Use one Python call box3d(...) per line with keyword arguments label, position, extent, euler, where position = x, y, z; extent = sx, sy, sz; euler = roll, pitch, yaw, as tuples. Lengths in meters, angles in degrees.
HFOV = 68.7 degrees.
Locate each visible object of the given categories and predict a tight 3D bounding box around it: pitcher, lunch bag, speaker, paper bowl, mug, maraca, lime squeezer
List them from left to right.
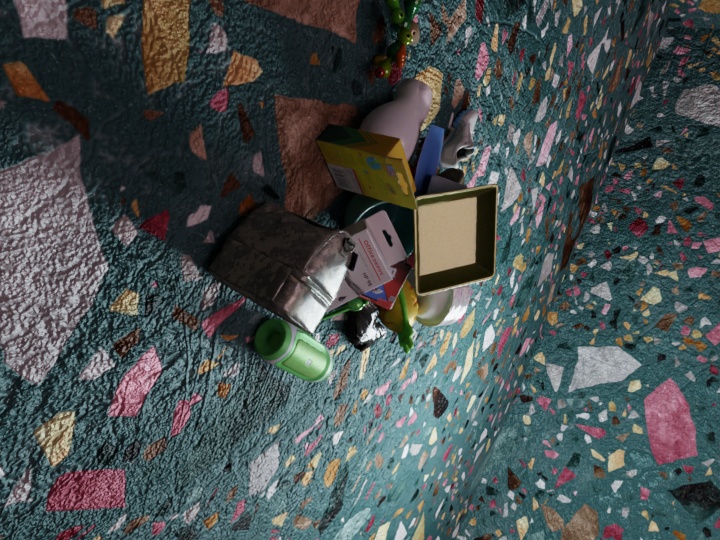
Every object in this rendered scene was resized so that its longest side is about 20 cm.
box3d(label="lunch bag", position=(-0.120, -0.015, 0.869), extent=(0.169, 0.198, 0.139), euler=(-60, 147, -9))
box3d(label="speaker", position=(-0.130, 0.165, 1.065), extent=(0.089, 0.088, 0.200), euler=(-61, 147, -11))
box3d(label="lime squeezer", position=(-0.005, 0.056, 1.113), extent=(0.200, 0.038, 0.070), euler=(-43, 152, 13))
box3d(label="mug", position=(0.026, -0.101, 1.103), extent=(0.182, 0.115, 0.154), euler=(-7, 125, -9))
box3d(label="pitcher", position=(0.070, -0.273, 1.091), extent=(0.173, 0.120, 0.201), euler=(92, 24, -50))
box3d(label="maraca", position=(0.092, 0.099, 1.281), extent=(0.105, 0.203, 0.137), euler=(-12, 159, -10))
box3d(label="paper bowl", position=(0.177, 0.041, 1.342), extent=(0.103, 0.200, 0.204), euler=(-3, 113, -32))

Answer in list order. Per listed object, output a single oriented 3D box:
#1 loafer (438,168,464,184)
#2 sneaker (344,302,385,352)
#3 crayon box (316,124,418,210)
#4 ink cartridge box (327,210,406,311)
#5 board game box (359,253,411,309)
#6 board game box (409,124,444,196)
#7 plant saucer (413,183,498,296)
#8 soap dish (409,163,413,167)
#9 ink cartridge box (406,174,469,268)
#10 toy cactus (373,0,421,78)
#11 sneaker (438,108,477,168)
box3d(label="loafer", position=(0.208, -0.176, 1.381), extent=(0.201, 0.076, 0.067), euler=(-56, 147, -2))
box3d(label="sneaker", position=(0.000, 0.125, 1.248), extent=(0.091, 0.076, 0.201), euler=(-44, 138, -19))
box3d(label="crayon box", position=(0.024, -0.191, 0.974), extent=(0.051, 0.198, 0.128), euler=(-52, 143, -21))
box3d(label="ink cartridge box", position=(-0.016, -0.017, 1.008), extent=(0.198, 0.067, 0.117), euler=(-27, 110, 8))
box3d(label="board game box", position=(-0.007, -0.004, 1.060), extent=(0.019, 0.198, 0.104), euler=(-98, -148, -69))
box3d(label="board game box", position=(0.128, -0.229, 1.119), extent=(0.200, 0.038, 0.160), euler=(-28, 133, -67))
box3d(label="plant saucer", position=(0.183, -0.067, 1.068), extent=(0.197, 0.048, 0.203), euler=(-12, 111, -22))
box3d(label="soap dish", position=(0.126, -0.131, 1.272), extent=(0.157, 0.081, 0.202), euler=(26, 88, -58))
box3d(label="ink cartridge box", position=(0.175, -0.101, 1.170), extent=(0.147, 0.082, 0.203), euler=(-29, 136, -74))
box3d(label="toy cactus", position=(0.075, -0.467, 1.017), extent=(0.165, 0.101, 0.203), euler=(-30, 132, -69))
box3d(label="sneaker", position=(0.267, -0.333, 1.360), extent=(0.201, 0.086, 0.075), euler=(-57, 144, -19))
